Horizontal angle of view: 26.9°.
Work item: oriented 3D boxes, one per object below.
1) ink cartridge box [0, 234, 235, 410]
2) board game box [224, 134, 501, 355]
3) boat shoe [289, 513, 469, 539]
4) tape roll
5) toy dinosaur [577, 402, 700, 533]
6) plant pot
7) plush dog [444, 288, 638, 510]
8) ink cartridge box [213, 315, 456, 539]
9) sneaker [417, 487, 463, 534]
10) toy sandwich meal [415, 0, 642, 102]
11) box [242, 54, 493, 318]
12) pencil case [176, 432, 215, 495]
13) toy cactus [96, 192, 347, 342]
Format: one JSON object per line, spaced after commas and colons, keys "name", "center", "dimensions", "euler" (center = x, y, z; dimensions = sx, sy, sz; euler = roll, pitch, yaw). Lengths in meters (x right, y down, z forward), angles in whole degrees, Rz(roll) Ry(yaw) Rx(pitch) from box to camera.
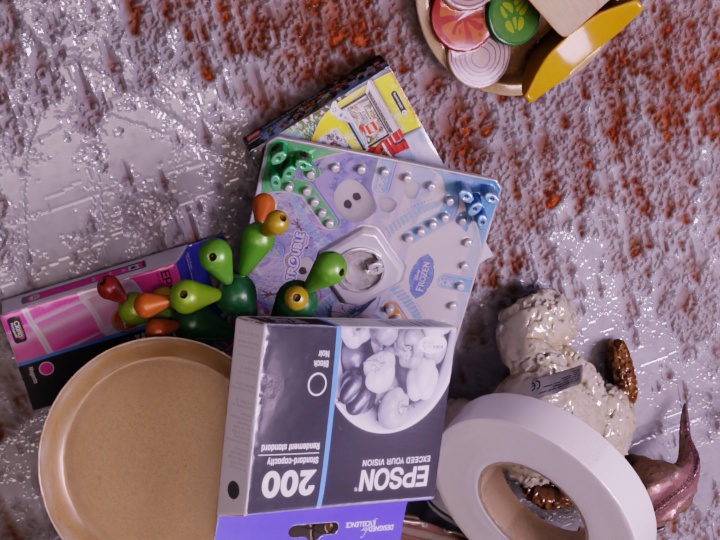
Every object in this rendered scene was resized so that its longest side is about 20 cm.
{"name": "ink cartridge box", "center": [-0.196, 0.044, 1.277], "dimensions": [0.198, 0.037, 0.095], "euler": [-18, 115, -8]}
{"name": "board game box", "center": [0.000, 0.000, 1.262], "dimensions": [0.198, 0.026, 0.201], "euler": [10, 117, -9]}
{"name": "boat shoe", "center": [0.028, 0.253, 1.351], "dimensions": [0.198, 0.072, 0.076], "euler": [20, 110, -1]}
{"name": "tape roll", "center": [0.152, 0.192, 1.261], "dimensions": [0.037, 0.202, 0.204], "euler": [-45, 123, -37]}
{"name": "toy dinosaur", "center": [0.264, 0.216, 1.385], "dimensions": [0.086, 0.136, 0.200], "euler": [42, 85, 6]}
{"name": "plant pot", "center": [-0.155, 0.152, 1.198], "dimensions": [0.198, 0.027, 0.202], "euler": [0, 91, -1]}
{"name": "plush dog", "center": [0.184, 0.139, 1.361], "dimensions": [0.171, 0.160, 0.201], "euler": [19, 108, -45]}
{"name": "ink cartridge box", "center": [-0.019, 0.138, 1.187], "dimensions": [0.197, 0.043, 0.202], "euler": [2, 98, -39]}
{"name": "sneaker", "center": [0.138, 0.275, 1.431], "dimensions": [0.199, 0.078, 0.080], "euler": [26, 100, -11]}
{"name": "toy sandwich meal", "center": [0.144, -0.232, 1.223], "dimensions": [0.203, 0.070, 0.207], "euler": [-5, 113, -12]}
{"name": "box", "center": [0.008, -0.061, 1.278], "dimensions": [0.136, 0.038, 0.201], "euler": [-30, 116, 2]}
{"name": "pencil case", "center": [-0.065, 0.146, 1.272], "dimensions": [0.198, 0.091, 0.084], "euler": [-6, 112, -14]}
{"name": "toy cactus", "center": [-0.097, 0.029, 1.220], "dimensions": [0.198, 0.103, 0.166], "euler": [-18, 133, 9]}
